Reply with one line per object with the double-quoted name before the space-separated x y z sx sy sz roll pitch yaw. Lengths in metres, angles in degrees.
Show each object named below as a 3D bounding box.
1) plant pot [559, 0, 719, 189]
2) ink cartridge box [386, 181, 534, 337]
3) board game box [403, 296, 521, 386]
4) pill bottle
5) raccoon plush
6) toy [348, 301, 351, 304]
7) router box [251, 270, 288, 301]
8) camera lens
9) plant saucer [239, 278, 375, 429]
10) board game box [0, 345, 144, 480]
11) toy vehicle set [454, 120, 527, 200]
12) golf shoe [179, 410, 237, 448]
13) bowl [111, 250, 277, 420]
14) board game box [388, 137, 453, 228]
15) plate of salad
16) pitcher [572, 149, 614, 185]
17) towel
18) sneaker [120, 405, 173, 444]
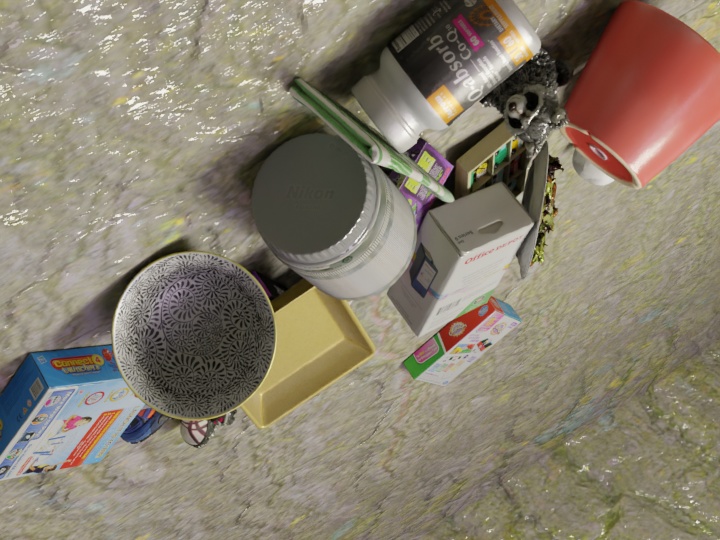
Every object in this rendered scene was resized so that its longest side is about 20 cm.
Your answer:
"plant pot" 0.363 -0.219 1.630 0.178 0.200 0.200 -51 156 0
"ink cartridge box" 0.140 -0.015 1.769 0.144 0.088 0.201 -24 156 -31
"board game box" 0.190 0.131 2.303 0.200 0.041 0.153 -41 156 13
"pill bottle" 0.093 -0.230 1.394 0.199 0.117 0.116 -40 156 9
"raccoon plush" 0.244 -0.221 1.588 0.198 0.135 0.097 -17 150 -35
"toy" 0.000 0.000 1.731 0.201 0.047 0.115 -55 154 11
"router box" -0.149 0.087 1.744 0.149 0.051 0.200 -40 156 7
"camera lens" -0.028 -0.060 1.493 0.159 0.161 0.200 -37 157 6
"plant saucer" -0.097 0.101 1.680 0.199 0.049 0.201 -33 140 -2
"board game box" -0.377 0.181 1.609 0.195 0.056 0.200 -3 141 -52
"toy vehicle set" 0.187 -0.134 1.791 0.124 0.027 0.201 -40 158 -14
"golf shoe" -0.239 0.199 1.830 0.087 0.078 0.200 22 150 -15
"bowl" -0.201 0.074 1.534 0.200 0.202 0.094 -35 -173 -1
"board game box" 0.047 -0.072 1.652 0.202 0.032 0.120 -60 152 0
"plate of salad" 0.260 -0.086 1.810 0.047 0.202 0.201 10 150 2
"pitcher" 0.382 -0.225 1.821 0.172 0.121 0.200 -55 169 -6
"towel" 0.014 -0.142 1.412 0.023 0.152 0.200 -52 153 8
"sneaker" -0.282 0.171 1.710 0.199 0.079 0.075 -36 -174 40
